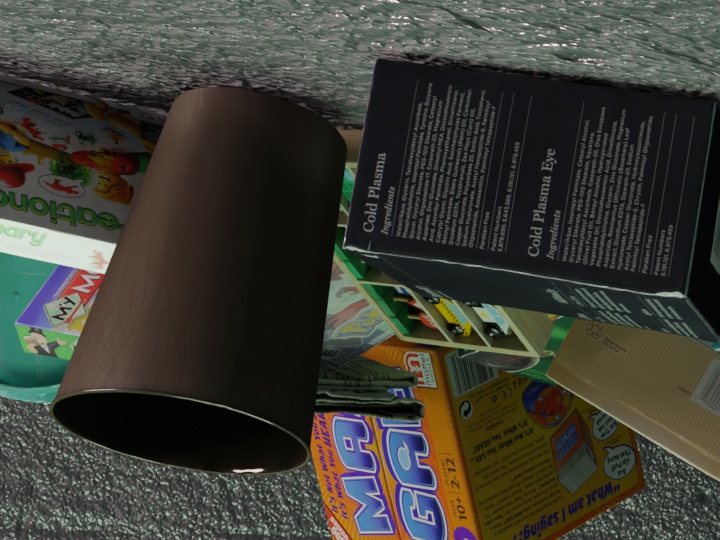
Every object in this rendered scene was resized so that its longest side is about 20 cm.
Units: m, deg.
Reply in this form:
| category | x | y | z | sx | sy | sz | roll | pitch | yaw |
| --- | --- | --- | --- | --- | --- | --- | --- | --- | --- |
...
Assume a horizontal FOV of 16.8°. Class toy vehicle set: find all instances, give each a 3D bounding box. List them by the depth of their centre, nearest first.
| category | x | y | z | sx | sy | sz | roll | pitch | yaw |
| --- | --- | --- | --- | --- | --- | --- | --- | --- | --- |
| toy vehicle set | 0.029 | -0.018 | 1.589 | 0.124 | 0.027 | 0.200 | 5 | 145 | 43 |

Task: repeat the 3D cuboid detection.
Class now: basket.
| category | x | y | z | sx | sy | sz | roll | pitch | yaw |
| --- | --- | --- | --- | --- | --- | --- | --- | --- | --- |
| basket | -0.083 | 0.004 | 1.456 | 0.179 | 0.202 | 0.136 | -4 | 153 | 43 |

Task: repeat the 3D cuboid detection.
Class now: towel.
| category | x | y | z | sx | sy | sz | roll | pitch | yaw |
| --- | --- | --- | --- | --- | --- | --- | --- | --- | --- |
| towel | -0.069 | 0.073 | 1.880 | 0.191 | 0.035 | 0.200 | 7 | -171 | -32 |

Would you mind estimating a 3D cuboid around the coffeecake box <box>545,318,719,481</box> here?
| category | x | y | z | sx | sy | sz | roll | pitch | yaw |
| --- | --- | --- | --- | --- | --- | --- | --- | --- | --- |
| coffeecake box | 0.234 | 0.092 | 1.675 | 0.153 | 0.073 | 0.200 | 31 | -178 | 25 |

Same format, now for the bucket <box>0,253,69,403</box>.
| category | x | y | z | sx | sy | sz | roll | pitch | yaw |
| --- | --- | --- | --- | --- | --- | --- | --- | --- | --- |
| bucket | -0.208 | 0.004 | 1.774 | 0.205 | 0.136 | 0.207 | -1 | -162 | 0 |

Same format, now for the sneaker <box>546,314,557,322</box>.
| category | x | y | z | sx | sy | sz | roll | pitch | yaw |
| --- | --- | --- | --- | --- | --- | --- | --- | --- | --- |
| sneaker | 0.132 | -0.008 | 1.619 | 0.077 | 0.091 | 0.200 | 11 | 174 | -4 |

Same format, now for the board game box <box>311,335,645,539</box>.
| category | x | y | z | sx | sy | sz | roll | pitch | yaw |
| --- | --- | --- | --- | --- | --- | --- | --- | --- | --- |
| board game box | 0.089 | 0.120 | 2.075 | 0.199 | 0.202 | 0.199 | -24 | -163 | -37 |

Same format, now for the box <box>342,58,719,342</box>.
| category | x | y | z | sx | sy | sz | roll | pitch | yaw |
| --- | --- | --- | --- | --- | --- | --- | --- | --- | --- |
| box | 0.105 | -0.035 | 1.317 | 0.180 | 0.105 | 0.200 | 8 | 174 | 14 |

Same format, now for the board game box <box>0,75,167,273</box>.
| category | x | y | z | sx | sy | sz | roll | pitch | yaw |
| --- | --- | --- | --- | --- | --- | --- | --- | --- | --- |
| board game box | -0.200 | -0.062 | 1.542 | 0.198 | 0.127 | 0.035 | 12 | 135 | -24 |

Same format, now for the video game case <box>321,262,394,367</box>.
| category | x | y | z | sx | sy | sz | roll | pitch | yaw |
| --- | --- | --- | --- | --- | --- | --- | --- | --- | --- |
| video game case | 0.000 | 0.000 | 1.734 | 0.199 | 0.023 | 0.182 | -31 | 148 | 29 |

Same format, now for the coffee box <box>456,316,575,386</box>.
| category | x | y | z | sx | sy | sz | roll | pitch | yaw |
| --- | --- | --- | --- | --- | --- | --- | --- | --- | --- |
| coffee box | 0.179 | 0.028 | 1.796 | 0.199 | 0.044 | 0.122 | -24 | 152 | 38 |

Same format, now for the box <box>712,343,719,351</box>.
| category | x | y | z | sx | sy | sz | roll | pitch | yaw |
| --- | --- | --- | --- | --- | --- | --- | --- | --- | --- |
| box | 0.324 | 0.032 | 1.835 | 0.081 | 0.050 | 0.200 | 0 | 175 | -5 |

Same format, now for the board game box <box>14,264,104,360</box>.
| category | x | y | z | sx | sy | sz | roll | pitch | yaw |
| --- | --- | --- | --- | --- | --- | --- | --- | --- | --- |
| board game box | -0.122 | -0.011 | 1.614 | 0.134 | 0.201 | 0.029 | 9 | 136 | 25 |
